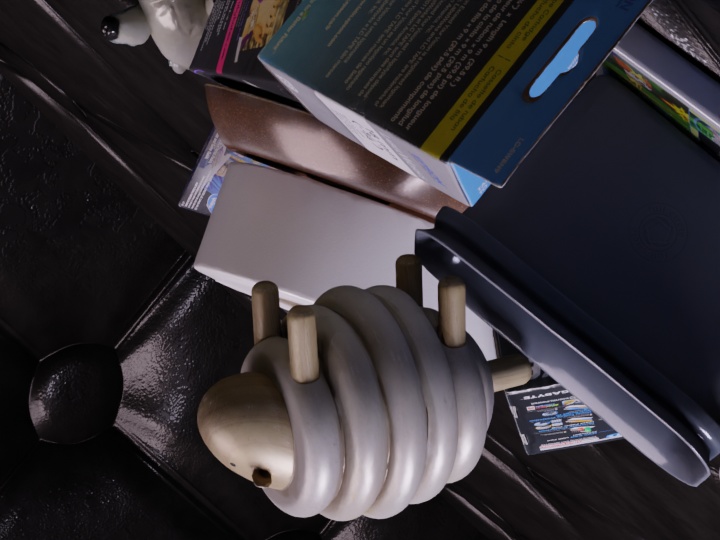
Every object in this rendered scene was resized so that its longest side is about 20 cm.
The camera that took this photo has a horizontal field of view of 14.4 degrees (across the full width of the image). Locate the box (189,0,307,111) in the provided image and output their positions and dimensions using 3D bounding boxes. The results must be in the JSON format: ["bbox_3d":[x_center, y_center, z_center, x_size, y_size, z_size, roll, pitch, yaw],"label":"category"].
[{"bbox_3d":[-0.003,-0.137,1.634,0.122,0.107,0.200,21,179,-21],"label":"box"}]

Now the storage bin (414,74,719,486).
[{"bbox_3d":[0.147,0.001,1.537,0.200,0.134,0.146,40,173,7],"label":"storage bin"}]

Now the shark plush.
[{"bbox_3d":[-0.100,-0.180,1.889,0.200,0.090,0.084,30,-134,-61],"label":"shark plush"}]

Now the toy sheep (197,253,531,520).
[{"bbox_3d":[0.006,0.067,1.530,0.138,0.199,0.139,171,90,-68],"label":"toy sheep"}]

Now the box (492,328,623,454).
[{"bbox_3d":[0.184,0.056,1.691,0.159,0.199,0.046,62,-162,-72],"label":"box"}]

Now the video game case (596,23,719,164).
[{"bbox_3d":[0.210,-0.050,1.537,0.200,0.022,0.182,39,173,16],"label":"video game case"}]

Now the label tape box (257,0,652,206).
[{"bbox_3d":[0.063,-0.112,1.411,0.200,0.144,0.063,32,170,46],"label":"label tape box"}]

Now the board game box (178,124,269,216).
[{"bbox_3d":[0.005,-0.071,1.844,0.199,0.062,0.200,26,144,-5],"label":"board game box"}]

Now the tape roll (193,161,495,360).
[{"bbox_3d":[0.000,0.000,1.748,0.201,0.071,0.202,19,177,1],"label":"tape roll"}]

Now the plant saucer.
[{"bbox_3d":[-0.003,-0.062,1.686,0.199,0.035,0.200,20,-179,0],"label":"plant saucer"}]
